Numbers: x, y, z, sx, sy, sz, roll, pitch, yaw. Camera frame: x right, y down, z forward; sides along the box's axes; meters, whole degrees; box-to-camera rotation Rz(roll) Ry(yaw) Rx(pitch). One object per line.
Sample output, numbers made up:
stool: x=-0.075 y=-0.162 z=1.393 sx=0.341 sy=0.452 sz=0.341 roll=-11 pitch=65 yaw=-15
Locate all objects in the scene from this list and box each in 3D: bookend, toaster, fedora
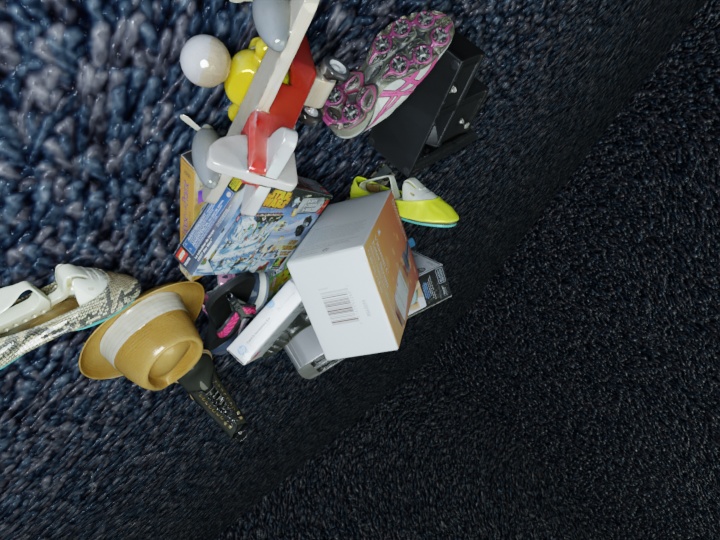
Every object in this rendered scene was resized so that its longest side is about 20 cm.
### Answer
bookend: x=0.132 y=-0.271 z=0.878 sx=0.200 sy=0.092 sz=0.199 roll=-33 pitch=159 yaw=-39
toaster: x=-0.081 y=0.125 z=1.188 sx=0.199 sy=0.119 sz=0.181 roll=-31 pitch=163 yaw=-6
fedora: x=-0.269 y=0.101 z=0.774 sx=0.200 sy=0.082 sz=0.201 roll=-38 pitch=164 yaw=-13

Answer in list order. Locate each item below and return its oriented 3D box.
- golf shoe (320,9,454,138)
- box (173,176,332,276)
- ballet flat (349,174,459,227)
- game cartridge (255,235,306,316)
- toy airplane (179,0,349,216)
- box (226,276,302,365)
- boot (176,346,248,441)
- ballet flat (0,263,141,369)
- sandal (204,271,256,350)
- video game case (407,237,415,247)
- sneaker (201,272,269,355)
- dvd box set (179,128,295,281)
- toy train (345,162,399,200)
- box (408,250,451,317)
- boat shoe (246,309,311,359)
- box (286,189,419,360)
golf shoe: x=0.035 y=-0.249 z=0.748 sx=0.200 sy=0.073 sz=0.092 roll=-38 pitch=170 yaw=8
box: x=-0.125 y=-0.060 z=0.731 sx=0.137 sy=0.040 sz=0.200 roll=-52 pitch=164 yaw=14
ballet flat: x=0.061 y=-0.112 z=0.900 sx=0.067 sy=0.199 sz=0.068 roll=-22 pitch=118 yaw=-45
game cartridge: x=-0.124 y=-0.010 z=0.970 sx=0.133 sy=0.040 sz=0.200 roll=-39 pitch=162 yaw=-35
toy airplane: x=-0.101 y=-0.152 z=0.522 sx=0.201 sy=0.141 sz=0.199 roll=-60 pitch=-166 yaw=0
box: x=-0.118 y=0.059 z=0.941 sx=0.200 sy=0.041 sz=0.156 roll=-49 pitch=178 yaw=-2
boot: x=-0.250 y=0.217 z=1.010 sx=0.077 sy=0.138 sz=0.200 roll=-40 pitch=162 yaw=-17
ballet flat: x=-0.316 y=0.037 z=0.583 sx=0.199 sy=0.068 sz=0.076 roll=-31 pitch=142 yaw=-35
sandal: x=-0.172 y=0.065 z=0.792 sx=0.075 sy=0.045 sz=0.200 roll=-32 pitch=163 yaw=-31
video game case: x=-0.009 y=-0.008 z=1.107 sx=0.199 sy=0.018 sz=0.143 roll=-19 pitch=-172 yaw=46
sneaker: x=-0.215 y=0.062 z=0.899 sx=0.082 sy=0.070 sz=0.200 roll=9 pitch=135 yaw=-33
dvd box set: x=-0.156 y=-0.086 z=0.723 sx=0.146 sy=0.029 sz=0.200 roll=-35 pitch=159 yaw=-35
toy train: x=0.026 y=-0.153 z=1.005 sx=0.200 sy=0.034 sz=0.046 roll=-44 pitch=174 yaw=-5
box: x=0.034 y=0.044 z=0.963 sx=0.199 sy=0.060 sz=0.117 roll=-25 pitch=-159 yaw=-15
boat shoe: x=-0.145 y=0.095 z=1.070 sx=0.199 sy=0.076 sz=0.074 roll=-28 pitch=-169 yaw=0
box: x=0.000 y=0.000 z=0.810 sx=0.106 sy=0.153 sz=0.200 roll=-12 pitch=-155 yaw=20
